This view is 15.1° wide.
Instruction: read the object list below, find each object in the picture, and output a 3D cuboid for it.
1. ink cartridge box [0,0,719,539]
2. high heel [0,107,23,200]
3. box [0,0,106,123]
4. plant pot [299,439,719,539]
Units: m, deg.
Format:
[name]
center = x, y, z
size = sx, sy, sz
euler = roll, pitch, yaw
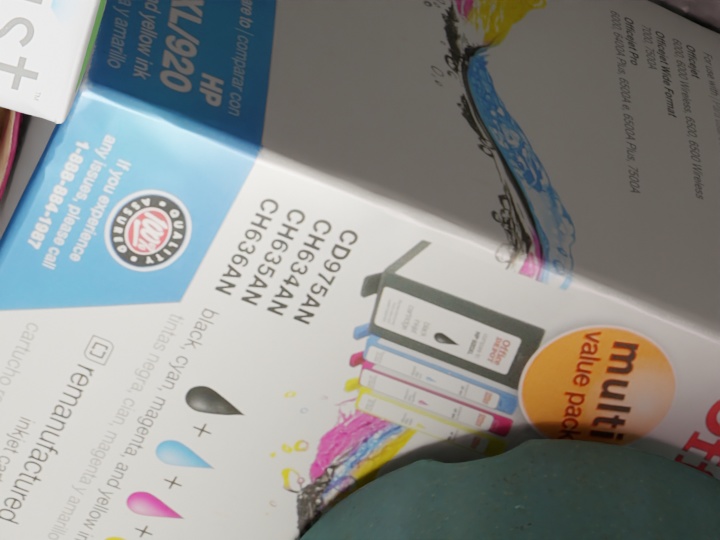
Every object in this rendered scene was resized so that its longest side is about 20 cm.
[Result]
[ink cartridge box]
center = 0.000, 0.000, 0.717
size = 0.199, 0.145, 0.147
euler = 21, 126, -14
[high heel]
center = -0.082, -0.105, 0.649
size = 0.067, 0.096, 0.201
euler = 3, 114, -41
[box]
center = -0.112, -0.156, 0.543
size = 0.176, 0.097, 0.201
euler = 16, 115, -8
[plant pot]
center = 0.044, 0.157, 0.622
size = 0.199, 0.197, 0.201
euler = 1, 129, 2
